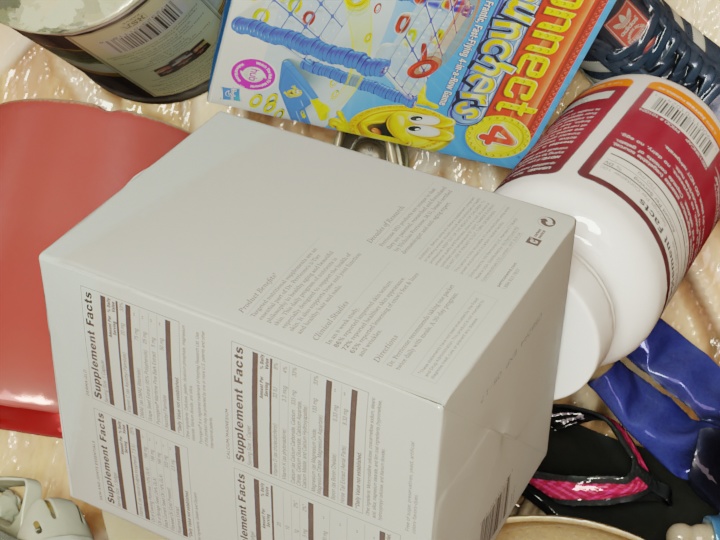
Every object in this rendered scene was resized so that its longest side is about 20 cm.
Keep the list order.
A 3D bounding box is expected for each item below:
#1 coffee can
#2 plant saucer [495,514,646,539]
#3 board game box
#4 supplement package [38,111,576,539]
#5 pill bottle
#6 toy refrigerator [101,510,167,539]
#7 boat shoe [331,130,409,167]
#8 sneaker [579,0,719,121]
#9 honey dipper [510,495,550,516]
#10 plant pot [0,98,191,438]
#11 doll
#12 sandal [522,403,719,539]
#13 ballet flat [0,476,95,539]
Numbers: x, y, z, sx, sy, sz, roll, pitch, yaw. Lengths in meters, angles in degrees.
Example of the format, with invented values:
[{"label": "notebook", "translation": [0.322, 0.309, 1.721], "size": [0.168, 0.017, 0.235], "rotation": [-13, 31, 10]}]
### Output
[{"label": "coffee can", "translation": [-0.144, -0.189, 0.833], "size": [0.145, 0.200, 0.148], "rotation": [-1, 86, 8]}, {"label": "plant saucer", "translation": [0.106, 0.203, 0.750], "size": [0.198, 0.035, 0.202], "rotation": [6, 117, 11]}, {"label": "board game box", "translation": [0.030, -0.154, 0.769], "size": [0.194, 0.201, 0.056], "rotation": [11, 54, -9]}, {"label": "supplement package", "translation": [-0.022, 0.044, 0.675], "size": [0.199, 0.152, 0.152], "rotation": [18, 129, 22]}, {"label": "pill bottle", "translation": [0.126, -0.020, 0.776], "size": [0.112, 0.200, 0.114], "rotation": [17, 128, 23]}, {"label": "toy refrigerator", "translation": [-0.041, 0.131, 0.810], "size": [0.199, 0.070, 0.076], "rotation": [-30, 60, 11]}, {"label": "boat shoe", "translation": [0.000, 0.000, 0.861], "size": [0.071, 0.065, 0.202], "rotation": [2, 81, 6]}, {"label": "sneaker", "translation": [0.165, -0.135, 0.844], "size": [0.200, 0.085, 0.075], "rotation": [39, 92, 8]}, {"label": "honey dipper", "translation": [0.048, 0.127, 0.870], "size": [0.199, 0.038, 0.038], "rotation": [26, 90, 11]}, {"label": "plant pot", "translation": [-0.167, 0.005, 0.838], "size": [0.198, 0.200, 0.179], "rotation": [6, 79, 8]}, {"label": "doll", "translation": [0.213, 0.107, 0.819], "size": [0.200, 0.049, 0.137], "rotation": [40, 60, 4]}, {"label": "sandal", "translation": [0.124, 0.111, 0.841], "size": [0.199, 0.045, 0.075], "rotation": [26, 55, 11]}, {"label": "ballet flat", "translation": [-0.199, 0.159, 0.845], "size": [0.199, 0.067, 0.064], "rotation": [8, 79, 49]}]
